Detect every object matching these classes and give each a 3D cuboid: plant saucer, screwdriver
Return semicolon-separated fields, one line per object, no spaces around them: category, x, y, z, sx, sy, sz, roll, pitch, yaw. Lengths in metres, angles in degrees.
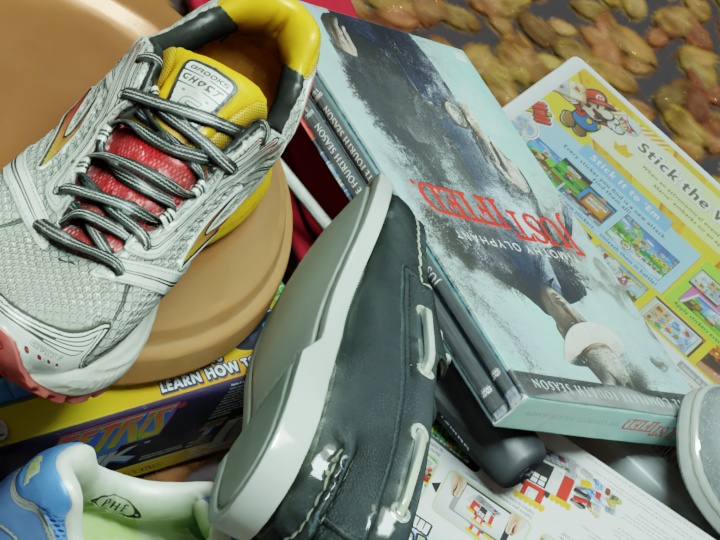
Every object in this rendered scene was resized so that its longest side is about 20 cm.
plant saucer;-0.110;-0.049;1.052;0.199;0.038;0.201;19;42;-18
screwdriver;0.000;0.000;1.115;0.200;0.028;0.029;50;14;12

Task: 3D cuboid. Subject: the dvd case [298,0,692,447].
dvd case;0.045;-0.018;1.158;0.146;0.022;0.201;11;42;-55

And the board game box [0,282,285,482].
board game box;-0.134;0.002;1.058;0.199;0.057;0.166;-16;63;-43

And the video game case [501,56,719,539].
video game case;0.115;0.013;1.245;0.200;0.023;0.182;43;41;9

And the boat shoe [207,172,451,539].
boat shoe;-0.002;0.038;1.012;0.060;0.076;0.200;33;35;-10

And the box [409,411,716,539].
box;0.068;0.113;1.106;0.199;0.035;0.110;35;40;-1

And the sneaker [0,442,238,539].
sneaker;-0.041;0.122;0.991;0.199;0.077;0.076;23;40;-16

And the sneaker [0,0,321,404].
sneaker;-0.075;-0.033;0.968;0.078;0.082;0.200;35;40;0

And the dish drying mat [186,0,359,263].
dish drying mat;-0.016;-0.066;1.210;0.076;0.018;0.201;2;43;-28

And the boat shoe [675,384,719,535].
boat shoe;0.207;0.092;1.172;0.201;0.065;0.075;29;47;-27
